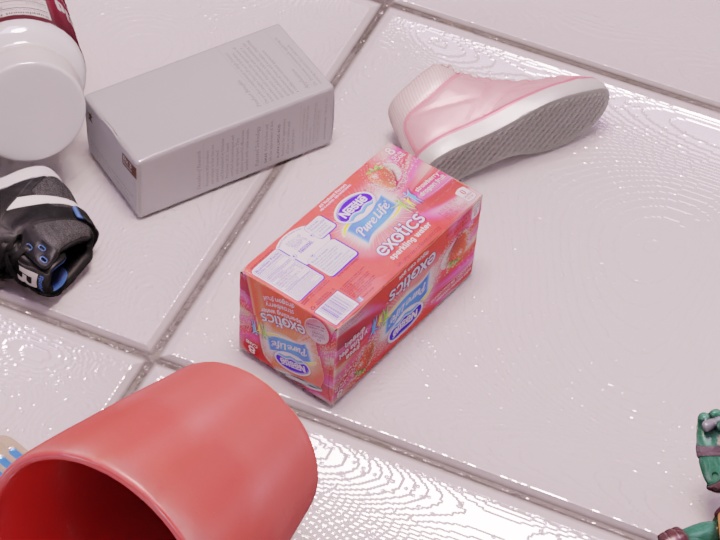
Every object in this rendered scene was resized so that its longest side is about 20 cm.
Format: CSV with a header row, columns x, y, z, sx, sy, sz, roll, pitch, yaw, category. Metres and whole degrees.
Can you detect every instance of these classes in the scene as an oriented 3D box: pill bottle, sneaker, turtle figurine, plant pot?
x,y,z,sx,sy,sz,roll,pitch,yaw,category
-0.299,-0.187,1.896,0.114,0.115,0.200,-8,36,-12,pill bottle
0.117,-0.151,1.948,0.200,0.075,0.105,-21,57,-18,sneaker
0.290,0.186,1.630,0.200,0.101,0.150,-38,44,-16,turtle figurine
-0.305,-0.013,1.782,0.200,0.073,0.112,-27,53,-28,sneaker
-0.135,0.168,1.559,0.200,0.201,0.177,27,40,19,plant pot

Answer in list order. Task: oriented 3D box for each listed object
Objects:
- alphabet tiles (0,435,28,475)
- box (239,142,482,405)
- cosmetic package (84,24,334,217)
x,y,z,sx,sy,sz,roll,pitch,yaw,category
-0.341,0.180,1.637,0.195,0.015,0.200,33,52,24,alphabet tiles
0.000,0.000,1.782,0.102,0.095,0.200,30,51,22,box
-0.131,-0.132,1.914,0.199,0.074,0.102,-23,52,-22,cosmetic package
